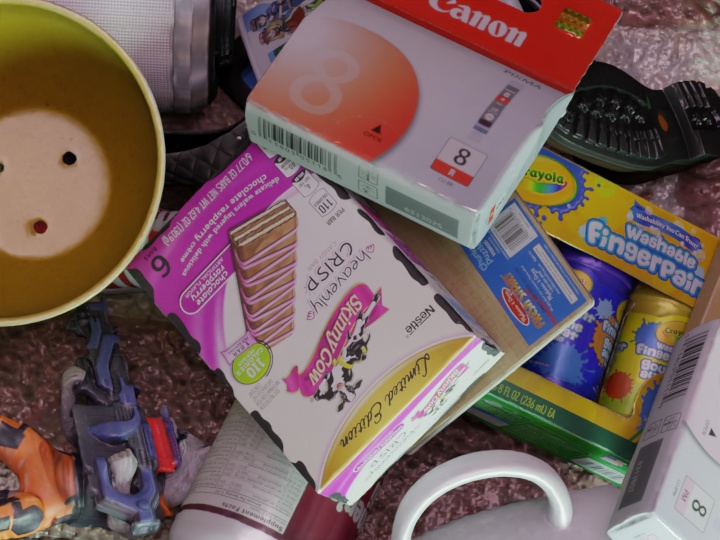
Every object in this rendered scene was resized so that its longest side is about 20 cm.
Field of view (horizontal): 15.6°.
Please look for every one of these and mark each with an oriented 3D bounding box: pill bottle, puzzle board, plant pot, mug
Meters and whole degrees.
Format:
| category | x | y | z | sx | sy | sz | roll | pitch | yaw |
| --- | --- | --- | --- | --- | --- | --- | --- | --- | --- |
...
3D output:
| category | x | y | z | sx | sy | sz | roll | pitch | yaw |
| --- | --- | --- | --- | --- | --- | --- | --- | --- | --- |
| pill bottle | -0.054 | 0.152 | 1.664 | 0.109 | 0.110 | 0.200 | 24 | 68 | 5 |
| puzzle board | 0.033 | -0.010 | 1.620 | 0.151 | 0.017 | 0.200 | -39 | 68 | 12 |
| plant pot | -0.214 | -0.062 | 1.646 | 0.199 | 0.142 | 0.201 | 0 | 86 | 2 |
| mug | 0.084 | 0.199 | 1.628 | 0.175 | 0.148 | 0.201 | -11 | 119 | -2 |

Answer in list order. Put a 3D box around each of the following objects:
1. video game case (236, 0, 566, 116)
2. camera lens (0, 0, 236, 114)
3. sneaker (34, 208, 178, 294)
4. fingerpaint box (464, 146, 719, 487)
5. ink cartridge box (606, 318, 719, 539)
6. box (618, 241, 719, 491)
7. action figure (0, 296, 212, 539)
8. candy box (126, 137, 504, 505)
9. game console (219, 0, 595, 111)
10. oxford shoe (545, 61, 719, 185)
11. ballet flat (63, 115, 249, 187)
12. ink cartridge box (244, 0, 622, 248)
| category | x | y | z | sx | sy | sz | roll | pitch | yaw |
| --- | --- | --- | --- | --- | --- | --- | --- | --- | --- |
| video game case | 0.022 | -0.133 | 1.693 | 0.182 | 0.022 | 0.200 | -31 | 56 | 16 |
| camera lens | -0.183 | -0.187 | 1.743 | 0.199 | 0.160 | 0.161 | 3 | 73 | -1 |
| sneaker | -0.132 | -0.016 | 1.718 | 0.199 | 0.112 | 0.071 | 16 | 78 | 2 |
| fingerpaint box | 0.136 | 0.028 | 1.699 | 0.200 | 0.073 | 0.167 | 27 | 72 | -20 |
| ink cartridge box | 0.253 | 0.153 | 1.630 | 0.200 | 0.057 | 0.163 | 39 | 49 | -16 |
| box | 0.265 | 0.094 | 1.707 | 0.163 | 0.021 | 0.200 | 32 | 71 | -24 |
| action figure | -0.192 | 0.117 | 1.708 | 0.193 | 0.105 | 0.200 | 1 | 44 | -8 |
| candy box | -0.030 | 0.024 | 1.596 | 0.136 | 0.061 | 0.200 | -46 | 67 | 6 |
| game console | 0.027 | -0.140 | 1.764 | 0.200 | 0.176 | 0.116 | 46 | 49 | 10 |
| oxford shoe | 0.162 | -0.086 | 1.723 | 0.084 | 0.200 | 0.073 | -26 | 69 | 34 |
| ballet flat | -0.128 | -0.084 | 1.728 | 0.200 | 0.057 | 0.066 | 4 | 29 | 36 |
| ink cartridge box | 0.049 | -0.128 | 1.594 | 0.162 | 0.050 | 0.200 | 26 | 66 | 14 |
